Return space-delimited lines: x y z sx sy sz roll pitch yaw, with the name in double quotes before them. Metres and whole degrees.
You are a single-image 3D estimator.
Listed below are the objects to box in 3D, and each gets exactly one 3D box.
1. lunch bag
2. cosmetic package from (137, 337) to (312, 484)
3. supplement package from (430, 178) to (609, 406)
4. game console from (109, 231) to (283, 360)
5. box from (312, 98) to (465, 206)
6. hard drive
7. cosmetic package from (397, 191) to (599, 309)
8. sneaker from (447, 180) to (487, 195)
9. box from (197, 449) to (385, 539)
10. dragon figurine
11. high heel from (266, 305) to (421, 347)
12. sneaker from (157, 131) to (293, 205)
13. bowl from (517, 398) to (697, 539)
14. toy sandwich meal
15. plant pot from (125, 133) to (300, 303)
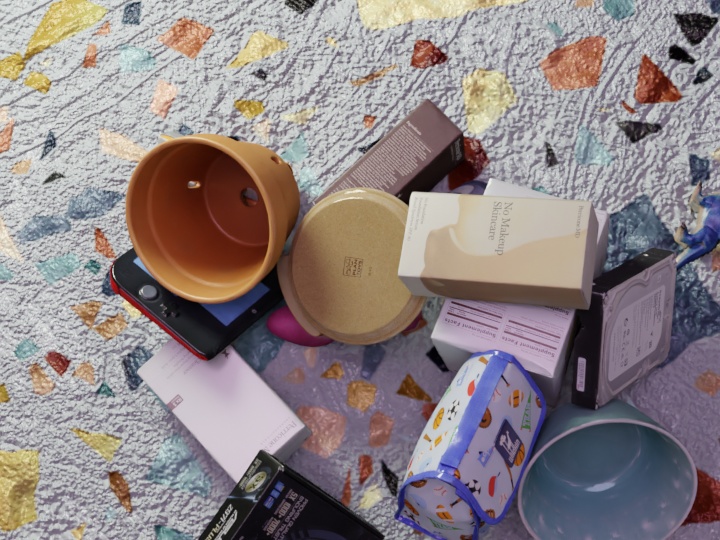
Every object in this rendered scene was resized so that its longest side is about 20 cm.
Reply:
"lunch bag" 0.123 0.199 1.259 0.124 0.200 0.170 22 61 14
"cosmetic package" -0.167 0.165 1.418 0.200 0.081 0.113 43 81 16
"supplement package" 0.194 0.031 1.351 0.147 0.191 0.200 18 78 15
"game console" -0.195 0.007 1.437 0.177 0.031 0.200 35 48 15
"box" 0.039 -0.116 1.458 0.200 0.100 0.075 -44 75 -5
"hard drive" 0.307 0.063 1.316 0.038 0.200 0.140 13 111 35
"cosmetic package" 0.150 -0.022 1.230 0.200 0.071 0.105 3 72 19
"sneaker" 0.091 -0.049 1.443 0.200 0.082 0.070 -40 74 -5
"box" -0.100 0.339 1.325 0.164 0.086 0.200 39 81 -21
"dragon figurine" 0.446 -0.046 1.413 0.099 0.059 0.200 23 78 12
"high heel" -0.024 0.057 1.421 0.200 0.096 0.067 3 76 7
"sneaker" -0.179 -0.136 1.509 0.200 0.078 0.077 27 57 14
"bowl" 0.274 0.225 1.315 0.201 0.105 0.201 0 117 0
"toy sandwich meal" 0.000 0.000 1.361 0.205 0.070 0.205 0 89 23
"plant pot" -0.164 -0.074 1.385 0.200 0.140 0.200 7 108 21
